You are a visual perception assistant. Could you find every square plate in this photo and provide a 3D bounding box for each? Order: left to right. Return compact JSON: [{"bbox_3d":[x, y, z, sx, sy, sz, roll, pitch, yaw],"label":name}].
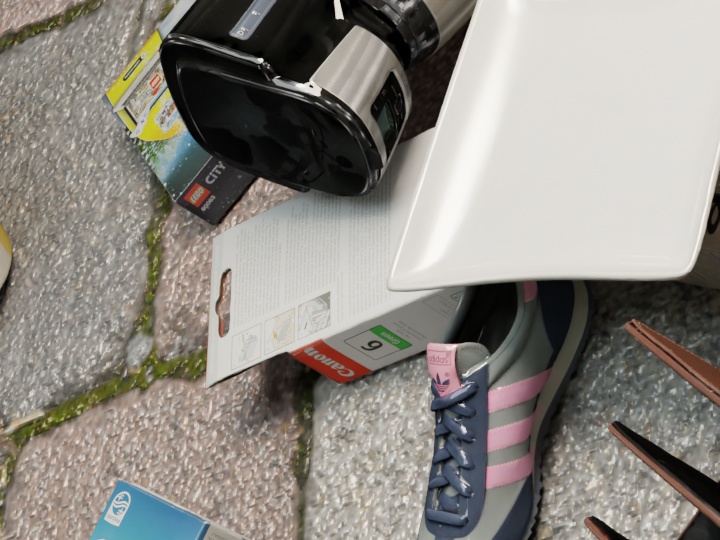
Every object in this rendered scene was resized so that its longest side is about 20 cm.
[{"bbox_3d":[0.117,-0.077,1.328,0.200,0.028,0.199,-3,60,45],"label":"square plate"}]

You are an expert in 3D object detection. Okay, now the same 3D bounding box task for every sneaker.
[{"bbox_3d":[0.055,0.078,1.371,0.070,0.082,0.200,-2,65,45],"label":"sneaker"}]

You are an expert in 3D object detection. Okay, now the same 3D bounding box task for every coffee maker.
[{"bbox_3d":[-0.024,-0.153,1.510,0.192,0.135,0.200,6,52,46],"label":"coffee maker"}]

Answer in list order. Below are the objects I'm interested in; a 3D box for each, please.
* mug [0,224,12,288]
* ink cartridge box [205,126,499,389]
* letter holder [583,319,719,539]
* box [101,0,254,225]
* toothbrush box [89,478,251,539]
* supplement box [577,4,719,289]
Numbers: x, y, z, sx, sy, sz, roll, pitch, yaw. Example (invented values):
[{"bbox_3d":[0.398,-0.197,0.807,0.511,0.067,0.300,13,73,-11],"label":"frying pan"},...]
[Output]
[{"bbox_3d":[-0.331,-0.056,1.759,0.149,0.153,0.187,-21,38,1],"label":"mug"},{"bbox_3d":[0.000,0.000,1.502,0.200,0.050,0.109,-24,50,35],"label":"ink cartridge box"},{"bbox_3d":[0.181,0.123,1.167,0.101,0.142,0.200,-54,40,5],"label":"letter holder"},{"bbox_3d":[-0.068,-0.144,1.669,0.200,0.038,0.137,-50,41,10],"label":"box"},{"bbox_3d":[-0.098,0.232,1.382,0.085,0.146,0.200,20,81,50],"label":"toothbrush box"},{"bbox_3d":[0.189,-0.058,1.325,0.200,0.073,0.126,11,74,48],"label":"supplement box"}]
